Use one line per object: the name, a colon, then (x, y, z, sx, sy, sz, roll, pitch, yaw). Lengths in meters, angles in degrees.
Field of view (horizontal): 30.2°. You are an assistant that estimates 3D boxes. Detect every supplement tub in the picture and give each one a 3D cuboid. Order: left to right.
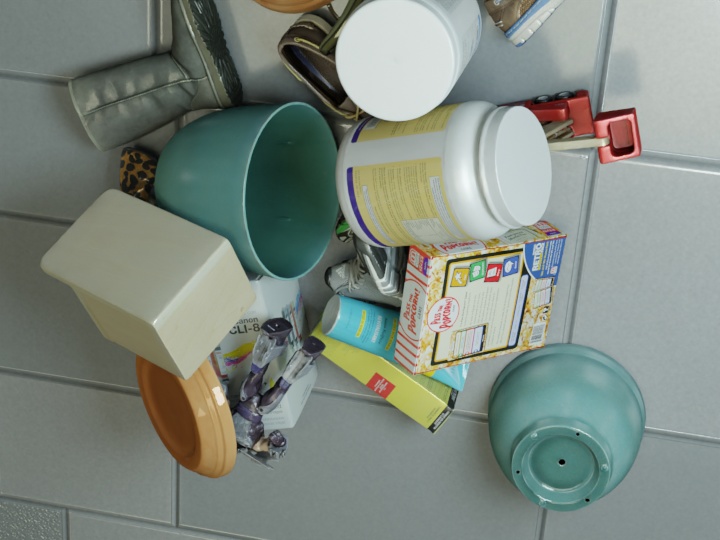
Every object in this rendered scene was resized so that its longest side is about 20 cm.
supplement tub: (0.055, -0.247, 1.435, 0.130, 0.200, 0.133, 5, 111, 12)
supplement tub: (0.089, -0.102, 1.427, 0.198, 0.145, 0.147, -3, 114, 35)

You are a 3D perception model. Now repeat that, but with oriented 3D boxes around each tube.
tube: (0.050, 0.083, 1.629, 0.198, 0.050, 0.078, 19, 89, -22)

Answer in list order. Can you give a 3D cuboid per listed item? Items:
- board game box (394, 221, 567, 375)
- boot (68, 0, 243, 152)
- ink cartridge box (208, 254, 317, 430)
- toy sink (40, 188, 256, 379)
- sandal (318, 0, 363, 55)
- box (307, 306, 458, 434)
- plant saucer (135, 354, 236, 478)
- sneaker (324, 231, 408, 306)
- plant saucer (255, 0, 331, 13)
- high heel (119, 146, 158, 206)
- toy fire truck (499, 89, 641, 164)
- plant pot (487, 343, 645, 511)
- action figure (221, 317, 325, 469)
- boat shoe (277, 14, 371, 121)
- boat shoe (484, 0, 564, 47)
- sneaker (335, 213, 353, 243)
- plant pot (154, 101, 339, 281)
board game box: (0.140, 0.030, 1.558, 0.198, 0.046, 0.153, -9, 119, -32)
boot: (-0.256, -0.245, 1.587, 0.198, 0.073, 0.184, -8, 109, 23)
ink cartridge box: (-0.152, 0.079, 1.655, 0.144, 0.145, 0.202, -6, 111, 15)
toy sink: (-0.239, 0.015, 1.506, 0.199, 0.131, 0.113, 22, 150, 34)
sandal: (-0.007, -0.335, 1.476, 0.057, 0.080, 0.203, 21, 99, 4)
box: (0.030, 0.116, 1.672, 0.199, 0.075, 0.050, 36, 117, -6)
plant saucer: (-0.212, 0.155, 1.573, 0.200, 0.037, 0.202, 38, 139, 41)
sneaker: (0.000, 0.000, 1.586, 0.114, 0.076, 0.200, 0, 155, 23)
plant saucer: (-0.073, -0.382, 1.442, 0.198, 0.037, 0.203, 0, 90, 28)
high heel: (-0.302, -0.055, 1.677, 0.199, 0.071, 0.143, -35, 96, 21)
toy fire truck: (0.208, -0.152, 1.478, 0.198, 0.141, 0.049, -9, 111, 15)
plant pot: (0.247, 0.208, 1.631, 0.198, 0.134, 0.203, 5, 113, 10)
action figure: (-0.123, 0.151, 1.559, 0.129, 0.069, 0.201, 32, 112, 4)
boat shoe: (-0.011, -0.207, 1.538, 0.200, 0.060, 0.072, 43, 136, -7)
boat shoe: (0.211, -0.334, 1.437, 0.072, 0.072, 0.200, 41, 115, -6)
sneaker: (0.061, -0.069, 1.582, 0.198, 0.078, 0.086, -18, 109, 18)
plant pot: (-0.141, -0.096, 1.554, 0.159, 0.200, 0.203, 6, 116, 30)
